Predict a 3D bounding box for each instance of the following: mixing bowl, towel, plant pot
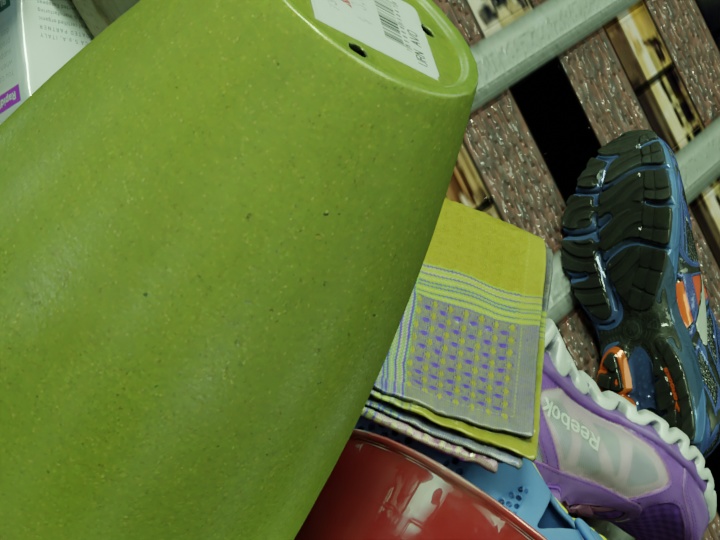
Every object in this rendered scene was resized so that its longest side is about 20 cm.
[{"bbox_3d":[0.029,0.173,0.782,0.109,0.200,0.200,-49,113,-18],"label":"mixing bowl"},{"bbox_3d":[0.000,0.000,0.869,0.199,0.023,0.144,25,47,-12],"label":"towel"},{"bbox_3d":[-0.052,-0.017,0.661,0.186,0.200,0.188,29,27,-16],"label":"plant pot"}]

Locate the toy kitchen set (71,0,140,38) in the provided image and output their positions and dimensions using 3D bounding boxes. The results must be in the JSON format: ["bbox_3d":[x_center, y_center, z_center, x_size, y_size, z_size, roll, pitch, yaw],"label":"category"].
[{"bbox_3d":[-0.043,-0.209,0.735,0.201,0.163,0.180,58,42,-9],"label":"toy kitchen set"}]

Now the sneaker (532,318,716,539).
[{"bbox_3d":[0.098,0.096,0.962,0.200,0.080,0.089,40,54,-24],"label":"sneaker"}]

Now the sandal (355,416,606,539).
[{"bbox_3d":[0.066,0.122,0.874,0.200,0.080,0.087,39,6,-14],"label":"sandal"}]

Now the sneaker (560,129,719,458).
[{"bbox_3d":[0.166,0.020,1.079,0.078,0.075,0.202,9,75,-55],"label":"sneaker"}]

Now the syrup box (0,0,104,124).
[{"bbox_3d":[-0.137,-0.138,0.789,0.078,0.081,0.202,6,70,-44],"label":"syrup box"}]
